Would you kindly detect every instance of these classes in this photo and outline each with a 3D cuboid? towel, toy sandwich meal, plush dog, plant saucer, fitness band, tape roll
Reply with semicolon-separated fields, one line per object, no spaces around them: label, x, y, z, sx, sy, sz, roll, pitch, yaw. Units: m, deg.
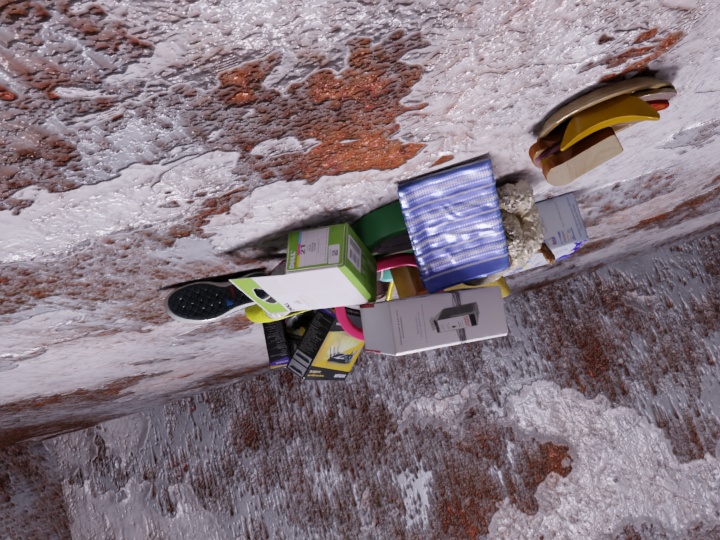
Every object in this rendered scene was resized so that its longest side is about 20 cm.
towel;0.144;-0.061;1.067;0.144;0.024;0.201;-16;125;4
toy sandwich meal;0.323;-0.182;0.943;0.204;0.071;0.205;-16;169;-3
plush dog;0.230;-0.035;1.216;0.171;0.161;0.200;-36;177;-19
plant saucer;0.157;-0.012;1.339;0.199;0.201;0.049;-17;138;0
fitness band;0.051;0.047;1.251;0.199;0.145;0.037;-15;-168;-2
tape roll;0.084;-0.073;1.197;0.199;0.049;0.200;-16;170;-3

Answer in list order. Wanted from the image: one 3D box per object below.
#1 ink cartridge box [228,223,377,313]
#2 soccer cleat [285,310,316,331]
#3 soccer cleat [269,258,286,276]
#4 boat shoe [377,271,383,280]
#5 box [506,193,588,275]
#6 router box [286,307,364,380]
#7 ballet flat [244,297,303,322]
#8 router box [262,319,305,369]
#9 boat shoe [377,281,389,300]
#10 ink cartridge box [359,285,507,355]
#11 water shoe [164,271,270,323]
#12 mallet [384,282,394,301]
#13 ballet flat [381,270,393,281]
ink cartridge box;-0.089;0.002;1.144;0.199;0.076;0.148;-7;153;19
soccer cleat;-0.133;0.087;1.557;0.068;0.073;0.200;-35;171;7
soccer cleat;-0.072;0.000;1.262;0.086;0.070;0.199;-4;-171;43
boat shoe;0.000;0.000;1.390;0.057;0.067;0.200;-20;174;-12
box;0.350;-0.065;1.491;0.199;0.106;0.184;-16;169;1
router box;-0.058;0.157;1.530;0.158;0.052;0.200;-62;155;5
ballet flat;-0.123;0.054;1.339;0.199;0.067;0.067;-15;-172;-6
router box;-0.167;0.142;1.606;0.052;0.158;0.200;-14;169;8
boat shoe;-0.011;0.042;1.561;0.199;0.073;0.072;-5;177;-23
ink cartridge box;0.117;0.080;1.160;0.199;0.084;0.147;-8;179;-20
water shoe;-0.254;0.054;1.271;0.199;0.072;0.079;-11;173;-26
mallet;0.055;0.058;1.562;0.066;0.041;0.201;-4;123;-37
ballet flat;0.122;-0.033;1.455;0.199;0.068;0.071;-14;145;-16
